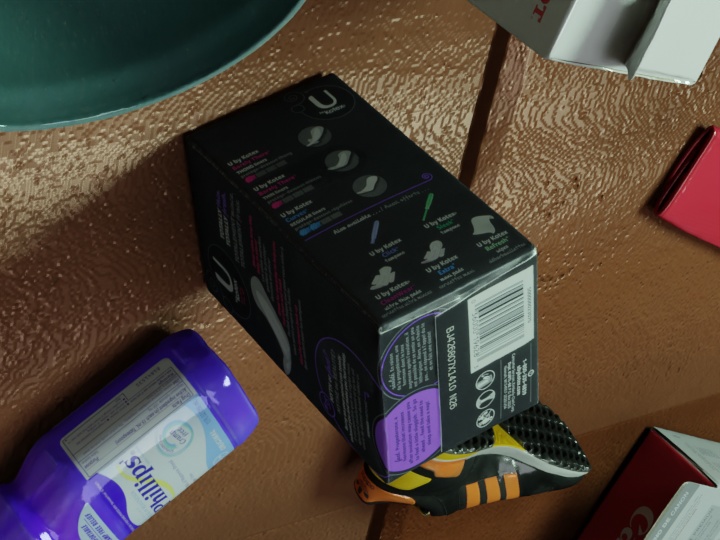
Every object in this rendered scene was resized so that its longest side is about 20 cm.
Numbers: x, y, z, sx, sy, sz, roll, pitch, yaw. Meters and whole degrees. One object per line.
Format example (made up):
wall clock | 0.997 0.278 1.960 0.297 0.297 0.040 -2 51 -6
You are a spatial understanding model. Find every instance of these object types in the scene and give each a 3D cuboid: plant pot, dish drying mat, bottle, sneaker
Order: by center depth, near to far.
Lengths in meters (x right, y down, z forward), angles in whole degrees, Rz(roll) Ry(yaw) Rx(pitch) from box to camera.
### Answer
plant pot | -0.130 -0.170 0.867 0.199 0.135 0.200 -18 161 -6
bottle | -0.156 0.122 1.171 0.200 0.065 0.084 -38 141 -10
sneaker | 0.077 0.137 1.402 0.200 0.070 0.090 12 129 -46
dish drying mat | 0.289 -0.049 1.463 0.200 0.018 0.077 20 107 -47

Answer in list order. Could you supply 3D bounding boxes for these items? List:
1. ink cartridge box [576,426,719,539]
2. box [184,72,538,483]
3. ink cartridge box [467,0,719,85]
ink cartridge box | 0.231 0.233 1.595 0.175 0.084 0.201 17 110 -48
box | 0.000 0.000 1.100 0.106 0.200 0.123 -26 137 -23
ink cartridge box | 0.121 -0.192 1.046 0.125 0.200 0.129 4 120 -43
